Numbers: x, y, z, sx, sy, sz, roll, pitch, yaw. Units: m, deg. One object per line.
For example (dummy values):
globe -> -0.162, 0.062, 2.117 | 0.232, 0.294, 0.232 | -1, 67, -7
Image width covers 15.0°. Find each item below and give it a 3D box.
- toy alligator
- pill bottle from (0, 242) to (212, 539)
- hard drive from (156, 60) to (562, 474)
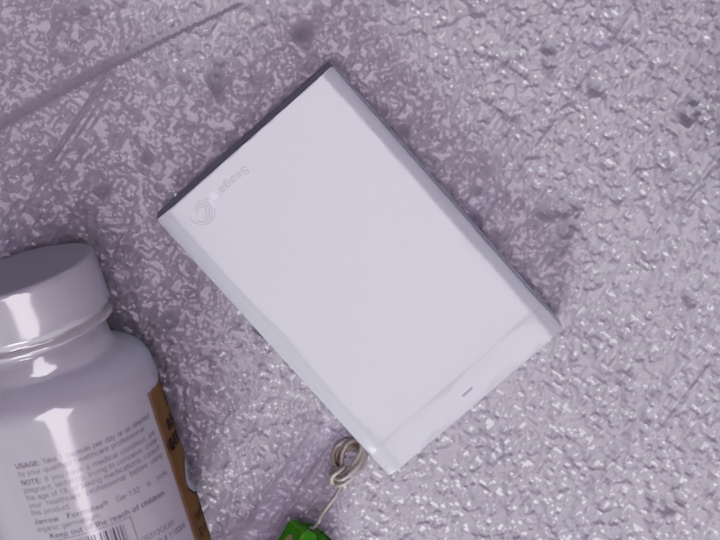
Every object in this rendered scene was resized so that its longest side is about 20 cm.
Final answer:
toy alligator -> -0.044, 0.190, 1.591 | 0.200, 0.059, 0.054 | -55, 134, -3
pill bottle -> -0.161, 0.093, 1.531 | 0.114, 0.114, 0.201 | -15, 105, 5
hard drive -> 0.000, 0.000, 1.545 | 0.132, 0.026, 0.200 | -41, 102, 7
